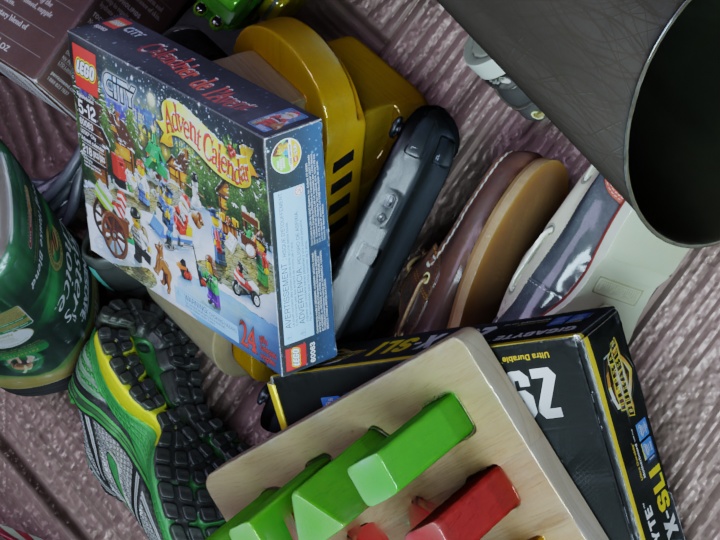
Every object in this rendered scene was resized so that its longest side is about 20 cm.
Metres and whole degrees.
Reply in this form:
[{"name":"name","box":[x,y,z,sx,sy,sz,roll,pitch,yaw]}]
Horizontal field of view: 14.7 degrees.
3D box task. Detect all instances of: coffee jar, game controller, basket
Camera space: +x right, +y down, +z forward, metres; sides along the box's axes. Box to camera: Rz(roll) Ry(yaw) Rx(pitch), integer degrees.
[{"name":"coffee jar","box":[-0.213,0.001,1.659,0.085,0.200,0.105,-12,67,8]},{"name":"game controller","box":[0.000,0.000,1.552,0.042,0.104,0.201,27,98,-1]},{"name":"basket","box":[0.124,-0.134,1.386,0.136,0.181,0.200,-34,51,-14]}]

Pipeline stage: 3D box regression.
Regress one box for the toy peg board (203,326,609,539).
[{"name":"toy peg board","box":[0.018,0.167,1.411,0.200,0.098,0.200,-31,92,38]}]

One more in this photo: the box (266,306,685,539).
[{"name":"box","box":[0.062,0.111,1.449,0.199,0.049,0.161,-8,103,35]}]

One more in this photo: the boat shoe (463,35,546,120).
[{"name":"boat shoe","box":[0.152,-0.148,1.502,0.200,0.061,0.072,-28,32,28]}]

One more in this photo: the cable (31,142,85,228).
[{"name":"cable","box":[-0.212,-0.111,1.792,0.199,0.051,0.164,19,81,36]}]

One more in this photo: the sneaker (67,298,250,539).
[{"name":"sneaker","box":[-0.111,0.119,1.632,0.085,0.078,0.201,-55,50,43]}]

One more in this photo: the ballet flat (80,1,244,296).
[{"name":"ballet flat","box":[-0.120,-0.083,1.690,0.068,0.068,0.201,12,84,40]}]

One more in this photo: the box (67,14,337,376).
[{"name":"box","box":[-0.087,-0.044,1.498,0.200,0.038,0.137,30,132,48]}]

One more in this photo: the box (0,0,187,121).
[{"name":"box","box":[-0.154,-0.198,1.723,0.100,0.075,0.201,31,82,38]}]

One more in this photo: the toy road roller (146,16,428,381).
[{"name":"toy road roller","box":[-0.041,-0.051,1.605,0.123,0.145,0.201,43,141,38]}]

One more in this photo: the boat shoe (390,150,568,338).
[{"name":"boat shoe","box":[0.047,0.023,1.523,0.070,0.070,0.201,26,94,36]}]

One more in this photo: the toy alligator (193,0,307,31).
[{"name":"toy alligator","box":[-0.073,-0.161,1.609,0.059,0.200,0.054,40,108,2]}]

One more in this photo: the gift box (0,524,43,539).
[{"name":"gift box","box":[-0.229,0.249,1.604,0.187,0.184,0.200,-48,59,19]}]

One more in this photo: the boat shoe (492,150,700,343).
[{"name":"boat shoe","box":[0.111,0.009,1.478,0.201,0.071,0.063,-56,38,18]}]
